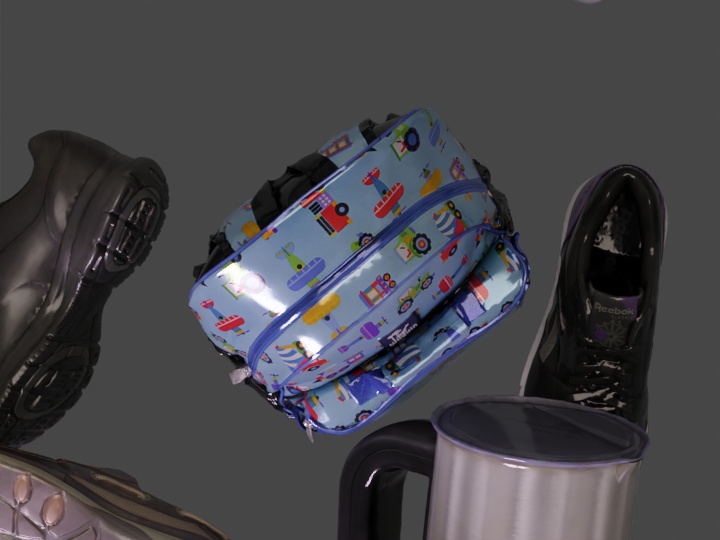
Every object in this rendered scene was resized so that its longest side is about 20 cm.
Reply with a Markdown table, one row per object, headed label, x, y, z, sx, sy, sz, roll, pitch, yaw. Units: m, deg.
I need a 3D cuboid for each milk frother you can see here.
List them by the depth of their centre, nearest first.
| label | x | y | z | sx | sy | sz | roll | pitch | yaw |
| --- | --- | --- | --- | --- | --- | --- | --- | --- | --- |
| milk frother | 0.044 | 0.176 | 1.396 | 0.180 | 0.200 | 0.189 | 9 | 104 | 17 |

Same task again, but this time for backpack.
| label | x | y | z | sx | sy | sz | roll | pitch | yaw |
| --- | --- | --- | --- | --- | --- | --- | --- | --- | --- |
| backpack | 0.000 | 0.000 | 1.425 | 0.182 | 0.200 | 0.135 | -37 | 85 | -1 |

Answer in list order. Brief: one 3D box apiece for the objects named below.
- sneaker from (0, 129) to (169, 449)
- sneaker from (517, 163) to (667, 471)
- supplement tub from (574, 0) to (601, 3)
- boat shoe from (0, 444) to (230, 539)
| label | x | y | z | sx | sy | sz | roll | pitch | yaw |
| --- | --- | --- | --- | --- | --- | --- | --- | --- | --- |
| sneaker | -0.186 | 0.013 | 1.503 | 0.091 | 0.076 | 0.201 | 29 | 91 | 24 |
| sneaker | 0.128 | 0.040 | 1.472 | 0.075 | 0.088 | 0.201 | 6 | 86 | 3 |
| supplement tub | 0.074 | -0.247 | 1.469 | 0.199 | 0.140 | 0.141 | 25 | 87 | 4 |
| boat shoe | -0.153 | 0.147 | 1.480 | 0.199 | 0.073 | 0.075 | 28 | 108 | -8 |
